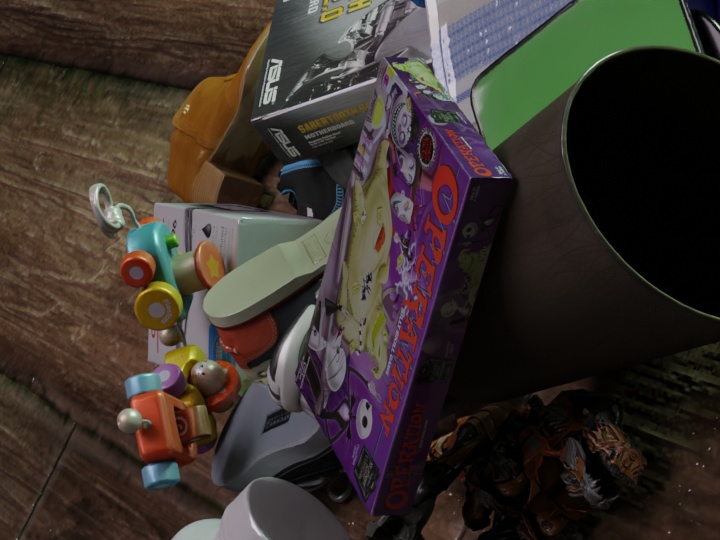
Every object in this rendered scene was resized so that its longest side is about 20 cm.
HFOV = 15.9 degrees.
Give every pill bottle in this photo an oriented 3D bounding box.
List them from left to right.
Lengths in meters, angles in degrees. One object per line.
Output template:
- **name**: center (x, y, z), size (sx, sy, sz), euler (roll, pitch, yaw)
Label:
- **pill bottle**: center (-0.091, 0.221, 1.535), size (0.200, 0.111, 0.111), euler (-51, 26, 23)

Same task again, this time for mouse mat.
- **mouse mat**: center (0.135, -0.060, 1.396), size (0.161, 0.007, 0.201), euler (-36, 56, 36)

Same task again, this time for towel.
- **towel**: center (0.100, -0.122, 1.511), size (0.146, 0.024, 0.201), euler (-26, 64, 43)

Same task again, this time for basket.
- **basket**: center (0.111, -0.012, 1.296), size (0.200, 0.179, 0.137), euler (-27, 53, 50)

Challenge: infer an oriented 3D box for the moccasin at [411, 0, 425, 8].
- **moccasin**: center (0.102, -0.246, 1.635), size (0.199, 0.081, 0.068), euler (-27, 24, 14)

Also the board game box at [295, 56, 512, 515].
- **board game box**: center (0.018, 0.008, 1.298), size (0.120, 0.032, 0.201), euler (52, 135, 47)

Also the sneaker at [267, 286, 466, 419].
- **sneaker**: center (0.043, 0.017, 1.480), size (0.201, 0.115, 0.075), euler (-57, -17, -11)

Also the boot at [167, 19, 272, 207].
- **boot**: center (-0.088, -0.136, 1.950), size (0.202, 0.070, 0.144), euler (-65, 27, 6)

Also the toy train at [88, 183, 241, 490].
- **toy train**: center (-0.115, 0.042, 1.614), size (0.055, 0.150, 0.201), euler (-15, 71, 10)

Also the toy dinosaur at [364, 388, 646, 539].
- **toy dinosaur**: center (0.076, 0.119, 1.375), size (0.136, 0.102, 0.200), euler (-53, 3, -19)

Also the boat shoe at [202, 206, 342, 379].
- **boat shoe**: center (0.000, 0.000, 1.606), size (0.199, 0.063, 0.071), euler (-29, 30, 3)

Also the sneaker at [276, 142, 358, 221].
- **sneaker**: center (-0.036, -0.089, 1.798), size (0.082, 0.073, 0.200), euler (-55, 24, 17)

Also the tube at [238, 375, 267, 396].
- **tube**: center (-0.005, 0.007, 1.660), size (0.201, 0.052, 0.058), euler (-63, 27, -5)

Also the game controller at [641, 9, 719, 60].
- **game controller**: center (0.145, -0.047, 1.408), size (0.200, 0.042, 0.105), euler (-48, 62, 28)

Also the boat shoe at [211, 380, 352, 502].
- **boat shoe**: center (-0.030, 0.103, 1.590), size (0.199, 0.068, 0.074), euler (-33, 37, 57)

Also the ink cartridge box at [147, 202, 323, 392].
- **ink cartridge box**: center (-0.095, 0.015, 1.765), size (0.200, 0.067, 0.117), euler (-169, 81, -65)

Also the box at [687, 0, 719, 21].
- **box**: center (0.149, -0.142, 1.532), size (0.200, 0.041, 0.120), euler (-45, 29, 38)

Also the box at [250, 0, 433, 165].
- **box**: center (0.016, -0.174, 1.732), size (0.158, 0.048, 0.201), euler (-17, 41, 26)
